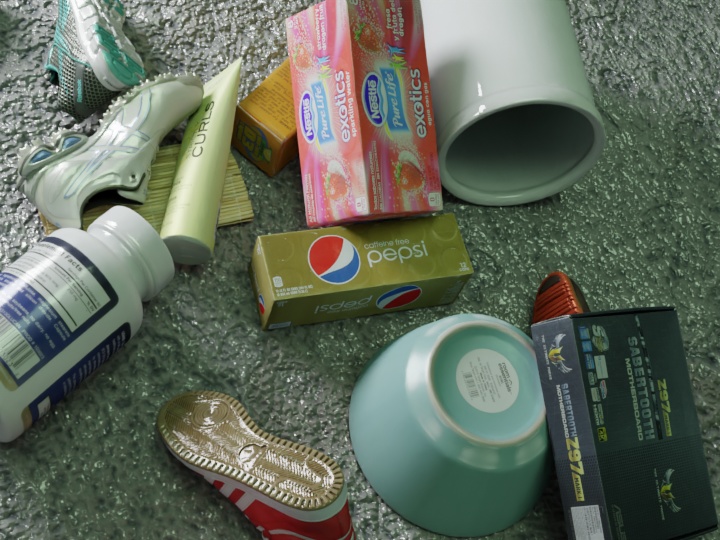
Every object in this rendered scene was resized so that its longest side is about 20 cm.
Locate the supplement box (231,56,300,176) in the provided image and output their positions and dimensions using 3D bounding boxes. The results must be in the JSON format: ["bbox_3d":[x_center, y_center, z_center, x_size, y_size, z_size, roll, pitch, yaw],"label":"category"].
[{"bbox_3d":[-0.047,-0.187,1.187,0.068,0.067,0.201,35,57,6],"label":"supplement box"}]

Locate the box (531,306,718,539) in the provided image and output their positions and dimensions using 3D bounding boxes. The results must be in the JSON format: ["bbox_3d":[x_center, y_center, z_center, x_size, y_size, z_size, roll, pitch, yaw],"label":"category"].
[{"bbox_3d":[0.230,0.136,1.013,0.156,0.051,0.204,0,79,-42],"label":"box"}]

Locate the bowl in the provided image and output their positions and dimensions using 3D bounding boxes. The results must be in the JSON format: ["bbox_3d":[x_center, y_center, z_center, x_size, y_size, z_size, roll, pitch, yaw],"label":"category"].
[{"bbox_3d":[0.096,0.120,1.031,0.197,0.105,0.204,7,60,-12],"label":"bowl"}]

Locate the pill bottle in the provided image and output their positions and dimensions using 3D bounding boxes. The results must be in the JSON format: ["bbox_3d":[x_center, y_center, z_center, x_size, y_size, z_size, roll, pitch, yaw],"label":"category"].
[{"bbox_3d":[-0.251,0.036,0.974,0.111,0.111,0.200,41,58,10],"label":"pill bottle"}]

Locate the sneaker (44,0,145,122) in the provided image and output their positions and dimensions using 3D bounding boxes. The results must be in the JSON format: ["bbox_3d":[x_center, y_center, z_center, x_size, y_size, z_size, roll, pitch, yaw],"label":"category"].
[{"bbox_3d":[-0.274,-0.221,1.136,0.077,0.091,0.201,35,22,-41],"label":"sneaker"}]

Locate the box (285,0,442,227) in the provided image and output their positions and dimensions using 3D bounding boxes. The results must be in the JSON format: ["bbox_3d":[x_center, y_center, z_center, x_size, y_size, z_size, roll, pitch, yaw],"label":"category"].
[{"bbox_3d":[0.002,-0.148,1.102,0.094,0.102,0.204,-5,89,-38],"label":"box"}]

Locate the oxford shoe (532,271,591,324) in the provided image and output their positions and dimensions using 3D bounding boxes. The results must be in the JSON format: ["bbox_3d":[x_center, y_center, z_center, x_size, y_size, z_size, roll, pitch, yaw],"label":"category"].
[{"bbox_3d":[0.217,0.097,1.109,0.072,0.071,0.203,2,66,-35],"label":"oxford shoe"}]

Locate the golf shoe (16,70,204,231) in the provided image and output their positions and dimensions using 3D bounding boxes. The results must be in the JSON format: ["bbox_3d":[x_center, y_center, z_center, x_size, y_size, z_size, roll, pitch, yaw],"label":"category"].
[{"bbox_3d":[-0.212,-0.103,1.077,0.199,0.078,0.098,-36,78,-21],"label":"golf shoe"}]

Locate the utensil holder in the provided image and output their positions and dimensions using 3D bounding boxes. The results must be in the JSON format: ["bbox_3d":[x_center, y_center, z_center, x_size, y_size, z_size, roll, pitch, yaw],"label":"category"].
[{"bbox_3d":[0.144,-0.197,1.188,0.167,0.171,0.203,1,59,-15],"label":"utensil holder"}]

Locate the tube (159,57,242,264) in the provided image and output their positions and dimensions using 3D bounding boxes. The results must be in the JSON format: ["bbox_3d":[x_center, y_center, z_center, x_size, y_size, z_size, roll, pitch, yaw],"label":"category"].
[{"bbox_3d":[-0.149,-0.104,1.098,0.057,0.052,0.203,2,61,9],"label":"tube"}]

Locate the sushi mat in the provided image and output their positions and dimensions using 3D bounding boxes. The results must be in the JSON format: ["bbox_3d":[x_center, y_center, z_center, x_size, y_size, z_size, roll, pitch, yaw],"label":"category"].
[{"bbox_3d":[-0.204,-0.071,1.106,0.197,0.012,0.097,-12,64,-23],"label":"sushi mat"}]

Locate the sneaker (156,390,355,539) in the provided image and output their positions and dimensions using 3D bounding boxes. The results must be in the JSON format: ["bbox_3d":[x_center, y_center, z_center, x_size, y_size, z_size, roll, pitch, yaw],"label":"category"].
[{"bbox_3d":[-0.085,0.179,0.976,0.198,0.114,0.071,24,54,35],"label":"sneaker"}]

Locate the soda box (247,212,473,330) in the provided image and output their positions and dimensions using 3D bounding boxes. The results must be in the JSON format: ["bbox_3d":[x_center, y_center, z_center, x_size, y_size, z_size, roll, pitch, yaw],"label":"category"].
[{"bbox_3d":[0.000,0.000,1.095,0.197,0.064,0.069,-7,64,-20],"label":"soda box"}]
